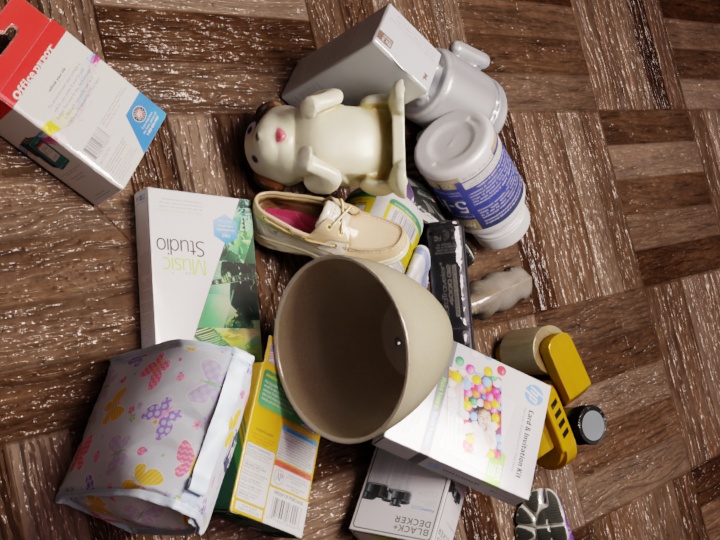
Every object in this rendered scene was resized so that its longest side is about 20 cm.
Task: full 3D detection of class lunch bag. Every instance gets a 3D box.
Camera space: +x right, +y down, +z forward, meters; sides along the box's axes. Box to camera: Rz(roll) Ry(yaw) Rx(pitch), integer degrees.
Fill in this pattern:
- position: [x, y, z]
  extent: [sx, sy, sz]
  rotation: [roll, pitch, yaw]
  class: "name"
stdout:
- position: [-0.188, 0.169, 0.961]
  extent: [0.127, 0.199, 0.171]
  rotation: [33, 57, -30]
  class: "lunch bag"

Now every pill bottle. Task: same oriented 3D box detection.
- position: [0.000, 0.000, 1.236]
  extent: [0.113, 0.112, 0.201]
  rotation: [40, 54, -26]
  class: "pill bottle"
- position: [0.170, -0.123, 1.399]
  extent: [0.200, 0.119, 0.120]
  rotation: [50, 48, -43]
  class: "pill bottle"

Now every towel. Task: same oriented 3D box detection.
- position: [0.051, 0.081, 1.257]
  extent: [0.024, 0.147, 0.201]
  rotation: [16, 60, 11]
  class: "towel"

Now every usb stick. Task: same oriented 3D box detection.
- position: [0.121, 0.034, 1.311]
  extent: [0.033, 0.055, 0.202]
  rotation: [0, 85, -81]
  class: "usb stick"

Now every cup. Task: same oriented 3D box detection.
- position: [0.022, 0.079, 1.080]
  extent: [0.143, 0.199, 0.202]
  rotation: [-5, 81, -47]
  class: "cup"

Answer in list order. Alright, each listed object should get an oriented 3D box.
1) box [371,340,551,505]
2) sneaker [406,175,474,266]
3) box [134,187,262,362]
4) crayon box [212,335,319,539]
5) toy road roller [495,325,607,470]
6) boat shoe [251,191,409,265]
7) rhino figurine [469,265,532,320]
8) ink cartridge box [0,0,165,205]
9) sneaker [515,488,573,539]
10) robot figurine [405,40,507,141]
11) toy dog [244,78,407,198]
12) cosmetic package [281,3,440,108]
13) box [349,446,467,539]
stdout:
- position: [0.127, 0.176, 1.185]
  extent: [0.199, 0.041, 0.157]
  rotation: [26, 59, -12]
  class: "box"
- position: [0.095, -0.081, 1.374]
  extent: [0.200, 0.075, 0.088]
  rotation: [37, 50, -28]
  class: "sneaker"
- position: [-0.186, 0.011, 1.120]
  extent: [0.144, 0.036, 0.202]
  rotation: [4, 77, -41]
  class: "box"
- position: [-0.104, 0.192, 1.113]
  extent: [0.126, 0.051, 0.202]
  rotation: [37, 56, -45]
  class: "crayon box"
- position: [0.249, 0.193, 1.401]
  extent: [0.145, 0.123, 0.201]
  rotation: [-25, 96, -31]
  class: "toy road roller"
- position: [-0.040, -0.053, 1.166]
  extent: [0.069, 0.198, 0.074]
  rotation: [84, 17, -53]
  class: "boat shoe"
- position: [0.172, 0.041, 1.394]
  extent: [0.199, 0.087, 0.060]
  rotation: [-21, 91, -41]
  class: "rhino figurine"
- position: [-0.322, -0.179, 1.033]
  extent: [0.200, 0.067, 0.117]
  rotation: [40, 54, -26]
  class: "ink cartridge box"
- position: [0.283, 0.409, 1.412]
  extent: [0.083, 0.080, 0.202]
  rotation: [-24, 101, -59]
  class: "sneaker"
- position: [0.138, -0.252, 1.431]
  extent: [0.199, 0.113, 0.171]
  rotation: [24, 91, -35]
  class: "robot figurine"
- position: [-0.044, -0.161, 1.201]
  extent: [0.198, 0.194, 0.141]
  rotation: [0, 97, 0]
  class: "toy dog"
- position: [-0.002, -0.250, 1.247]
  extent: [0.101, 0.199, 0.074]
  rotation: [38, 55, -27]
  class: "cosmetic package"
- position: [0.075, 0.254, 1.219]
  extent: [0.060, 0.116, 0.201]
  rotation: [59, 44, -47]
  class: "box"
